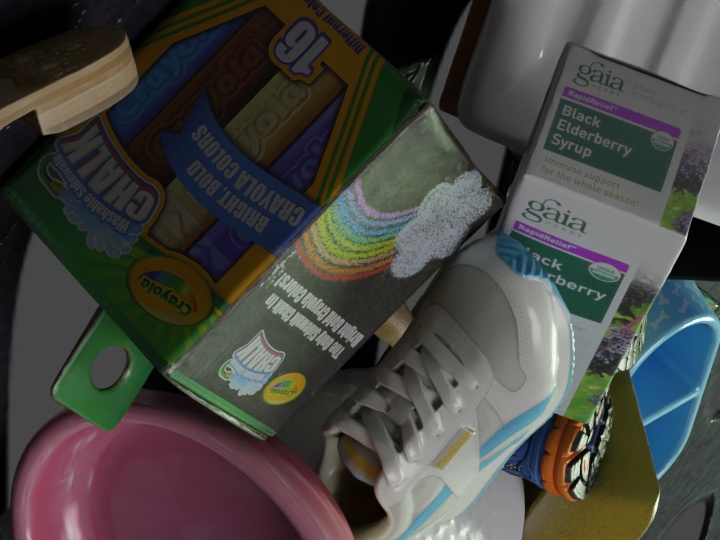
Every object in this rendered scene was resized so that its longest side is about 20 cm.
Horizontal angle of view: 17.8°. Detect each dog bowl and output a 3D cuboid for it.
[{"bbox_3d":[0.171,0.079,1.462,0.111,0.050,0.201,-26,146,-29],"label":"dog bowl"}]

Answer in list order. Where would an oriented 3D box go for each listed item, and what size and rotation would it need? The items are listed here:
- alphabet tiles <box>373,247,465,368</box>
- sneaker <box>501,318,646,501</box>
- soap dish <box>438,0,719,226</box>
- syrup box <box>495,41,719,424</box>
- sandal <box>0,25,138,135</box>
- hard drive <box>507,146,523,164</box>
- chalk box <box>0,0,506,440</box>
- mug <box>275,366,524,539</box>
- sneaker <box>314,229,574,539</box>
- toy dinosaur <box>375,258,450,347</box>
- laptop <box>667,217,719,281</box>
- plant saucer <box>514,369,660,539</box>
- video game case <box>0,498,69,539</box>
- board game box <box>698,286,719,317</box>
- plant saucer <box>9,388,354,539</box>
[{"bbox_3d":[0.051,0.064,1.382,0.167,0.008,0.200,-3,131,-55],"label":"alphabet tiles"},{"bbox_3d":[0.107,0.032,1.237,0.200,0.078,0.076,-63,158,-45],"label":"sneaker"},{"bbox_3d":[0.153,-0.112,1.099,0.081,0.199,0.158,-65,175,-49],"label":"soap dish"},{"bbox_3d":[0.103,-0.013,1.090,0.200,0.078,0.082,106,4,-62],"label":"syrup box"},{"bbox_3d":[-0.177,-0.064,0.858,0.211,0.077,0.070,-33,120,-35],"label":"sandal"},{"bbox_3d":[0.150,-0.093,1.277,0.140,0.033,0.200,-44,153,-1],"label":"hard drive"},{"bbox_3d":[-0.060,-0.017,0.998,0.200,0.124,0.125,-44,154,1],"label":"chalk box"},{"bbox_3d":[-0.022,0.153,1.220,0.175,0.147,0.201,1,90,-51],"label":"mug"},{"bbox_3d":[0.034,0.065,1.066,0.081,0.077,0.200,-22,149,-38],"label":"sneaker"},{"bbox_3d":[0.000,0.000,1.161,0.200,0.058,0.101,33,101,-38],"label":"toy dinosaur"},{"bbox_3d":[0.249,-0.047,1.224,0.200,0.177,0.104,-2,94,-53],"label":"laptop"},{"bbox_3d":[0.087,0.118,1.323,0.048,0.201,0.200,15,129,-21],"label":"plant saucer"},{"bbox_3d":[-0.170,0.185,1.232,0.182,0.022,0.200,-42,152,-7],"label":"video game case"},{"bbox_3d":[0.147,0.081,1.518,0.200,0.028,0.135,-50,152,10],"label":"board game box"},{"bbox_3d":[-0.075,0.141,1.101,0.051,0.200,0.201,-40,158,-49],"label":"plant saucer"}]
